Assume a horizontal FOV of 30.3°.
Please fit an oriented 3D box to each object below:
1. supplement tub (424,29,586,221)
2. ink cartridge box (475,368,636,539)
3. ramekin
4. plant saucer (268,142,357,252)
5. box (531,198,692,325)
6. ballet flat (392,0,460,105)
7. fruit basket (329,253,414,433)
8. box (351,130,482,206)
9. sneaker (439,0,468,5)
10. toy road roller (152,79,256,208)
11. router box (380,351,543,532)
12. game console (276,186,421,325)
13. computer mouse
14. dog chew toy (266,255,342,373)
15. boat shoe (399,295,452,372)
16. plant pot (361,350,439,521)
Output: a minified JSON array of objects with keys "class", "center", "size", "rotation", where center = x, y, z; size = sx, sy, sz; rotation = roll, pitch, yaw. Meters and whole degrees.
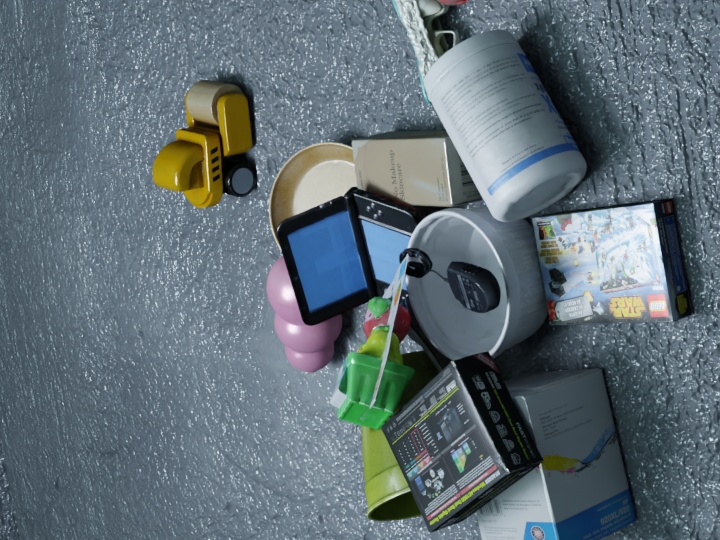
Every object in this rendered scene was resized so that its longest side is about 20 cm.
[{"class":"supplement tub","center":[0.175,-0.174,1.615],"size":[0.132,0.131,0.202],"rotation":[-45,66,49]},{"class":"ink cartridge box","center":[0.229,0.238,1.670],"size":[0.147,0.144,0.203],"rotation":[-11,93,54]},{"class":"ramekin","center":[0.159,0.012,1.720],"size":[0.199,0.104,0.203],"rotation":[23,120,48]},{"class":"plant saucer","center":[-0.039,-0.088,1.955],"size":[0.198,0.035,0.203],"rotation":[3,97,24]},{"class":"box","center":[0.296,-0.007,1.586],"size":[0.199,0.040,0.139],"rotation":[-4,97,53]},{"class":"ballet flat","center":[0.096,-0.314,1.738],"size":[0.071,0.071,0.202],"rotation":[-15,95,54]},{"class":"fruit basket","center":[0.019,0.098,1.740],"size":[0.185,0.093,0.202],"rotation":[117,161,-70]},{"class":"box","center":[0.081,-0.139,1.795],"size":[0.199,0.077,0.096],"rotation":[4,105,52]},{"class":"sneaker","center":[0.134,-0.389,1.626],"size":[0.200,0.097,0.071],"rotation":[-37,74,53]},{"class":"toy road roller","center":[-0.263,-0.203,2.173],"size":[0.122,0.145,0.203],"rotation":[17,115,49]},{"class":"router box","center":[0.121,0.212,1.631],"size":[0.200,0.062,0.151],"rotation":[-48,60,49]},{"class":"game console","center":[0.000,0.000,1.841],"size":[0.171,0.119,0.201],"rotation":[21,143,33]},{"class":"computer mouse","center":[0.114,0.005,1.672],"size":[0.199,0.034,0.059],"rotation":[26,142,52]},{"class":"dog chew toy","center":[-0.081,0.069,2.053],"size":[0.124,0.124,0.202],"rotation":[31,133,43]},{"class":"boat shoe","center":[0.131,0.105,1.811],"size":[0.202,0.072,0.060],"rotation":[48,119,14]},{"class":"plant pot","center":[0.081,0.222,1.843],"size":[0.200,0.198,0.195],"rotation":[-43,56,50]}]
